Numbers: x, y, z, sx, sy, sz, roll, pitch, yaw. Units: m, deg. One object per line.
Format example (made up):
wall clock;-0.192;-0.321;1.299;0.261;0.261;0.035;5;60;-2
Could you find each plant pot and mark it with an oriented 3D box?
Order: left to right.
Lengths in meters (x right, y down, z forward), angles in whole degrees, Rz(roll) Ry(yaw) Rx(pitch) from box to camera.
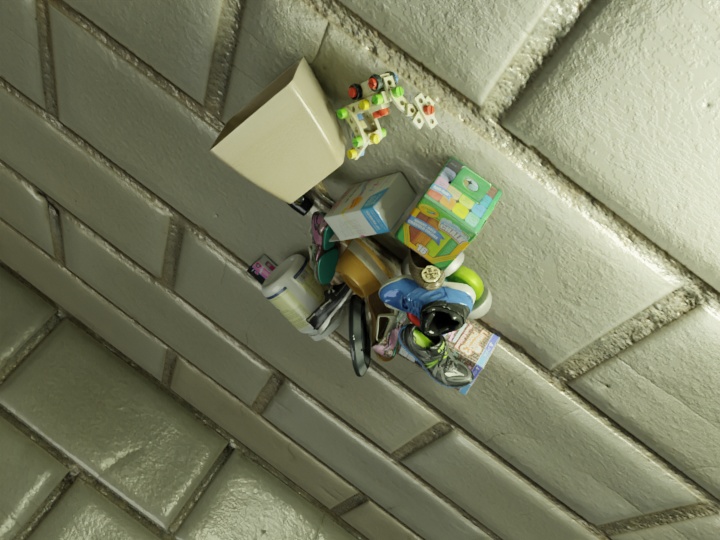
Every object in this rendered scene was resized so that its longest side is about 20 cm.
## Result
plant pot;-0.133;-0.249;1.368;0.200;0.200;0.177;-36;112;19

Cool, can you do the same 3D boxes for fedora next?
fedora;0.000;0.000;1.619;0.201;0.082;0.201;47;174;7

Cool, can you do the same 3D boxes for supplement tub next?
supplement tub;-0.144;0.072;1.906;0.200;0.145;0.145;47;147;-16

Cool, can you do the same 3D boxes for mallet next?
mallet;-0.130;-0.150;1.630;0.066;0.041;0.200;39;179;-13

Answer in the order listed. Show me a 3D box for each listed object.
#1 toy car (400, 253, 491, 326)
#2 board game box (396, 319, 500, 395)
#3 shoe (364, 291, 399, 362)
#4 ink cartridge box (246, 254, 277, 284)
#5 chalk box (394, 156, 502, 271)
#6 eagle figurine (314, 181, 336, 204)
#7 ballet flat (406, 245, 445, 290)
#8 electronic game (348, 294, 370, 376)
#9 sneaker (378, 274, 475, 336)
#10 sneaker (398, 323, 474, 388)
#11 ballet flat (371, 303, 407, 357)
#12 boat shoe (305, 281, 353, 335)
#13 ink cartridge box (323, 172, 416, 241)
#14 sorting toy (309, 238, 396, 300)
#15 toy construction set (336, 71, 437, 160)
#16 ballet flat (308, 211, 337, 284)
toy car;0.168;0.054;1.573;0.200;0.150;0.175;-8;127;49
board game box;0.206;0.181;1.749;0.200;0.097;0.160;31;148;10
shoe;0.050;0.125;1.765;0.053;0.070;0.200;-134;32;-66
ink cartridge box;-0.222;0.044;2.053;0.200;0.037;0.095;41;148;-10
chalk box;0.173;-0.115;1.376;0.125;0.124;0.200;35;148;1
eagle figurine;-0.134;-0.226;1.535;0.200;0.151;0.152;8;171;9
ballet flat;0.126;-0.041;1.480;0.067;0.200;0.046;-7;137;-2
electronic game;-0.005;0.157;1.775;0.042;0.200;0.200;-5;137;8
sneaker;0.120;0.073;1.449;0.200;0.111;0.077;6;129;19
sneaker;0.171;0.191;1.638;0.200;0.071;0.083;41;153;0
ballet flat;0.078;0.107;1.707;0.071;0.200;0.069;20;-167;-11
boat shoe;-0.066;0.071;1.786;0.060;0.074;0.200;39;122;5
ink cartridge box;0.005;-0.129;1.528;0.200;0.115;0.068;-8;127;49
sorting toy;-0.020;-0.014;1.785;0.185;0.036;0.200;38;144;-2
toy construction set;0.038;-0.283;1.320;0.200;0.092;0.131;-10;101;40
ballet flat;-0.090;-0.059;1.706;0.071;0.069;0.200;39;144;30
